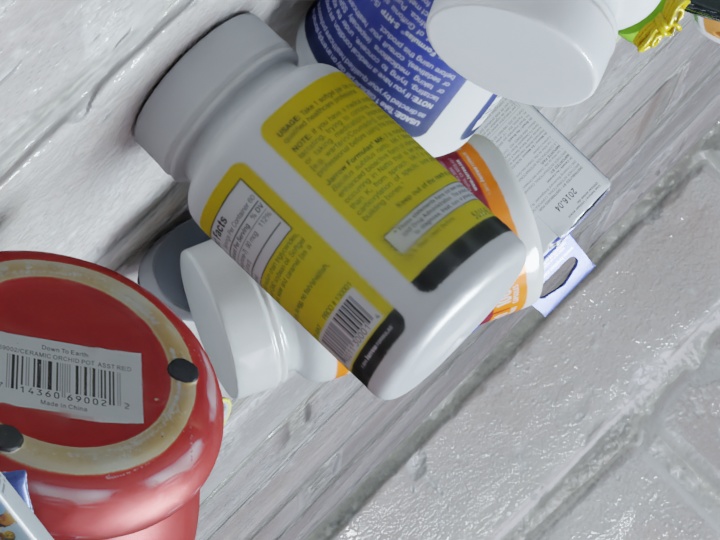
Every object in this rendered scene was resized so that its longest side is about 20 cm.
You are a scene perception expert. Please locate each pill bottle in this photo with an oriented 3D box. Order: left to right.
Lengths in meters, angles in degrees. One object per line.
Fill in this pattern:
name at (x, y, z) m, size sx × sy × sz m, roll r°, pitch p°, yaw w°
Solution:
pill bottle at (-0.018, -0.037, 1.254) m, size 0.114 × 0.200 × 0.114 m, roll -44°, pitch 170°, yaw -10°
pill bottle at (0.000, 0.000, 1.426) m, size 0.200 × 0.114 × 0.114 m, roll -20°, pitch 164°, yaw -13°
pill bottle at (0.034, -0.134, 1.325) m, size 0.200 × 0.120 × 0.120 m, roll -52°, pitch 169°, yaw 32°
pill bottle at (0.109, -0.188, 1.179) m, size 0.120 × 0.119 × 0.200 m, roll 108°, pitch 5°, yaw -69°

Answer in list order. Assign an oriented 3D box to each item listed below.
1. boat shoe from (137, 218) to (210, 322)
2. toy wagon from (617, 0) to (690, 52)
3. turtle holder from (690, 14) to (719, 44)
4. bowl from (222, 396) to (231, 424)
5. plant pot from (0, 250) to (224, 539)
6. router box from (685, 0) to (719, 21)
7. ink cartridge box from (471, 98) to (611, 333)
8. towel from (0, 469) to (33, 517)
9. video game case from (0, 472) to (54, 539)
boat shoe at (-0.083, -0.007, 1.532) m, size 0.066 × 0.070 × 0.200 m, roll -23°, pitch -178°, yaw 40°
toy wagon at (0.133, -0.186, 1.369) m, size 0.040 × 0.200 × 0.155 m, roll 26°, pitch 111°, yaw -45°
turtle holder at (0.347, -0.285, 2.101) m, size 0.141 × 0.186 × 0.132 m, roll -1°, pitch 144°, yaw -30°
bowl at (-0.186, 0.126, 1.521) m, size 0.201 × 0.094 × 0.201 m, roll -45°, pitch 170°, yaw -10°
plant pot at (-0.172, 0.100, 1.190) m, size 0.200 × 0.200 × 0.183 m, roll -36°, pitch 158°, yaw -47°
router box at (0.239, -0.250, 1.588) m, size 0.200 × 0.062 × 0.150 m, roll 6°, pitch 99°, yaw -59°
ink cartridge box at (0.068, -0.054, 1.537) m, size 0.136 × 0.200 × 0.076 m, roll -46°, pitch -178°, yaw 1°
towel at (-0.242, 0.154, 1.095) m, size 0.024 × 0.200 × 0.145 m, roll -95°, pitch 178°, yaw -52°
video game case at (-0.188, 0.172, 1.087) m, size 0.143 × 0.200 × 0.018 m, roll -22°, pitch -144°, yaw 13°
